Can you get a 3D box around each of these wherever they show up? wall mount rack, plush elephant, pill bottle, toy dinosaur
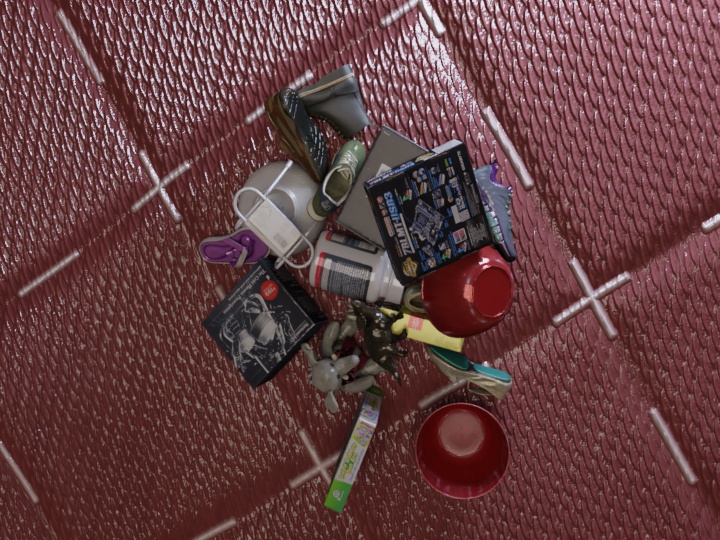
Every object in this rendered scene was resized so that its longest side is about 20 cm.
[{"bbox_3d":[-0.154,-0.110,1.367,0.200,0.075,0.174,44,95,-14],"label":"wall mount rack"},{"bbox_3d":[-0.045,0.199,1.439,0.197,0.155,0.167,-31,93,11],"label":"plush elephant"},{"bbox_3d":[0.000,0.000,1.423,0.194,0.120,0.123,16,100,6],"label":"pill bottle"},{"bbox_3d":[0.043,0.137,1.397,0.100,0.077,0.205,-15,104,23],"label":"toy dinosaur"}]

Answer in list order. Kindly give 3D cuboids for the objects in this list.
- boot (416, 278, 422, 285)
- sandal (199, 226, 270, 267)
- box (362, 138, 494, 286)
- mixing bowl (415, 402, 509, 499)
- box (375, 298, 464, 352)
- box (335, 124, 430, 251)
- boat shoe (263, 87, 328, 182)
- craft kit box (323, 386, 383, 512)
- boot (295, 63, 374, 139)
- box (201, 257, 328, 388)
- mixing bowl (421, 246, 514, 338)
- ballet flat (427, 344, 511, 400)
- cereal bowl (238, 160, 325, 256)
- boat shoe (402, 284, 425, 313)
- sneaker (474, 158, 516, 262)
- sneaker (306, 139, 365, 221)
[{"bbox_3d":[0.138,-0.083,1.372,0.072,0.165,0.203,35,91,43],"label":"boot"},{"bbox_3d":[-0.271,-0.038,1.458,0.198,0.050,0.084,-10,119,35],"label":"sandal"},{"bbox_3d":[0.125,-0.103,1.240,0.194,0.050,0.204,-24,112,-4],"label":"box"},{"bbox_3d":[0.213,0.364,1.450,0.193,0.108,0.207,1,98,7],"label":"mixing bowl"},{"bbox_3d":[0.123,0.115,1.446,0.194,0.075,0.052,16,100,6],"label":"box"},{"bbox_3d":[0.054,-0.165,1.351,0.121,0.198,0.204,29,101,3],"label":"box"},{"bbox_3d":[-0.130,-0.272,1.394,0.072,0.076,0.203,-9,123,29],"label":"boat shoe"},{"bbox_3d":[-0.011,0.367,1.438,0.047,0.198,0.205,22,101,5],"label":"craft kit box"},{"bbox_3d":[-0.081,-0.316,1.417,0.196,0.078,0.141,-24,103,15],"label":"boot"},{"bbox_3d":[-0.203,0.109,1.463,0.200,0.104,0.183,-45,82,11],"label":"box"},{"bbox_3d":[0.228,0.037,1.335,0.194,0.108,0.208,-2,95,-27],"label":"mixing bowl"},{"bbox_3d":[0.224,0.222,1.452,0.195,0.068,0.064,23,111,5],"label":"ballet flat"},{"bbox_3d":[-0.171,-0.128,1.448,0.193,0.083,0.207,1,99,8],"label":"cereal bowl"},{"bbox_3d":[0.187,0.061,1.424,0.194,0.063,0.076,3,98,-4],"label":"boat shoe"},{"bbox_3d":[0.287,-0.121,1.391,0.086,0.074,0.204,-27,94,4],"label":"sneaker"},{"bbox_3d":[-0.032,-0.190,1.368,0.067,0.089,0.203,37,65,-15],"label":"sneaker"}]
